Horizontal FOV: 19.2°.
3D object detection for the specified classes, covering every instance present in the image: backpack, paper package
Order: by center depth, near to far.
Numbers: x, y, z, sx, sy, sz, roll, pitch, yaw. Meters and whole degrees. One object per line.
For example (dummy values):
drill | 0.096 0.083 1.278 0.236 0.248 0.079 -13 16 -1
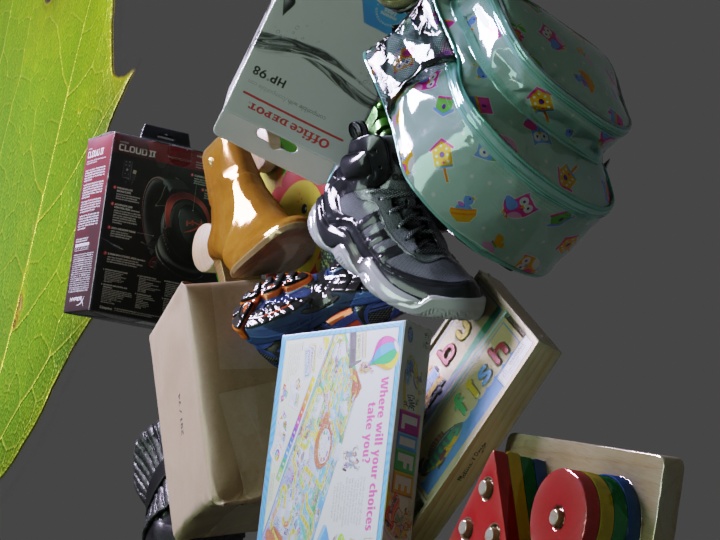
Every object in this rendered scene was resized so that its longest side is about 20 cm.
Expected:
backpack | 0.107 -0.104 1.551 0.153 0.175 0.201 -37 38 30
paper package | -0.116 0.125 1.893 0.191 0.102 0.202 133 131 -66

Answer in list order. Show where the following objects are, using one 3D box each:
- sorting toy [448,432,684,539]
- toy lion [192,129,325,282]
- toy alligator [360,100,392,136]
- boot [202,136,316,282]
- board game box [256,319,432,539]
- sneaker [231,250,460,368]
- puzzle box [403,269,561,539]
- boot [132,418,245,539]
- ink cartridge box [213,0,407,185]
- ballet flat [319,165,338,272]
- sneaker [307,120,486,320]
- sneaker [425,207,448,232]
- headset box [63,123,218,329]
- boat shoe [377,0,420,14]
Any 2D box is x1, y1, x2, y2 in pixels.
sorting toy | 0.128 0.218 1.509 0.200 0.069 0.201 1 81 62
toy lion | -0.067 -0.028 1.982 0.201 0.068 0.192 -60 41 31
toy alligator | 0.019 -0.117 1.847 0.054 0.059 0.201 -46 42 40
boot | -0.100 -0.061 1.901 0.201 0.070 0.145 135 126 -63
board game box | -0.015 0.145 1.647 0.134 0.034 0.202 -8 68 42
sneaker | -0.005 0.030 1.774 0.198 0.079 0.076 -16 38 20
puzzle box | 0.068 0.110 1.650 0.201 0.025 0.133 -57 28 10
boot | -0.192 0.263 2.067 0.212 0.079 0.158 -58 40 14
ink cartridge box | -0.037 -0.168 1.778 0.067 0.115 0.201 -85 21 -70
ballet flat | 0.000 0.000 1.844 0.074 0.074 0.202 3 87 61
sneaker | 0.034 -0.044 1.672 0.200 0.075 0.115 37 120 44
sneaker | 0.064 -0.124 1.758 0.091 0.075 0.202 -45 41 52
headset box | -0.205 -0.045 2.139 0.075 0.148 0.202 -6 76 60
boat shoe | 0.032 -0.230 1.620 0.065 0.073 0.200 -48 -13 -8
